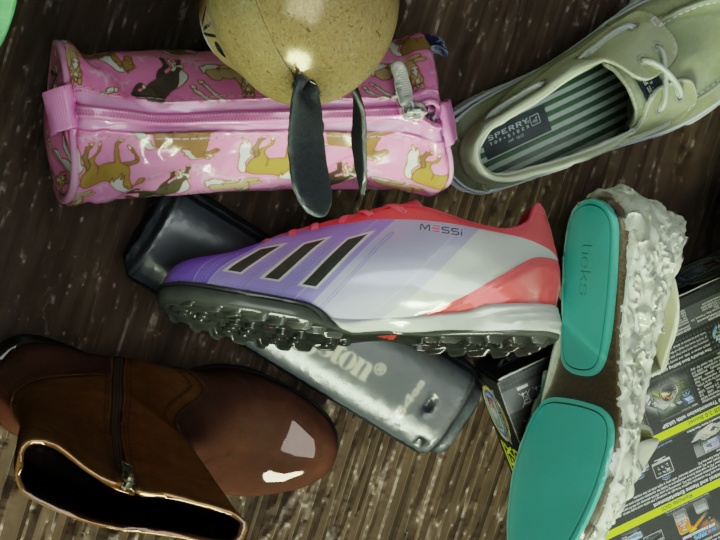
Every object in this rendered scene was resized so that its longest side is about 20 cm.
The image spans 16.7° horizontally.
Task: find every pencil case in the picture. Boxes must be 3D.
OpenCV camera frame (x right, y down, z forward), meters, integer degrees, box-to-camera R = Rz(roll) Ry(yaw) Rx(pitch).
[{"bbox_3d":[-0.055,-0.072,1.166,0.198,0.083,0.087,-2,138,-13],"label":"pencil case"}]

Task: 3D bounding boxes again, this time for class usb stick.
[{"bbox_3d":[-0.028,0.026,1.223,0.199,0.033,0.056,32,89,-18],"label":"usb stick"}]

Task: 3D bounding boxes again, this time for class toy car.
[{"bbox_3d":[-0.047,-0.120,1.061,0.157,0.164,0.201,-20,94,18],"label":"toy car"}]

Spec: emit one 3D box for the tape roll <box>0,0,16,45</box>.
[{"bbox_3d":[-0.246,-0.151,1.071,0.198,0.048,0.202,0,131,1],"label":"tape roll"}]

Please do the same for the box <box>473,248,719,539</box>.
[{"bbox_3d":[0.177,0.084,1.283,0.199,0.044,0.161,-24,105,-10],"label":"box"}]

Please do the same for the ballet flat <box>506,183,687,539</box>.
[{"bbox_3d":[0.126,0.059,1.210,0.071,0.072,0.202,10,97,-17],"label":"ballet flat"}]

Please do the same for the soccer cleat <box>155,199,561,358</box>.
[{"bbox_3d":[0.000,0.000,1.181,0.198,0.068,0.074,3,78,-11],"label":"soccer cleat"}]

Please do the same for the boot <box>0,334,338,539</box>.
[{"bbox_3d":[-0.078,0.082,1.131,0.187,0.200,0.069,23,93,-18],"label":"boot"}]

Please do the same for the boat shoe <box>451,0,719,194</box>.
[{"bbox_3d":[0.132,-0.089,1.231,0.199,0.062,0.072,-29,106,-10],"label":"boat shoe"}]
